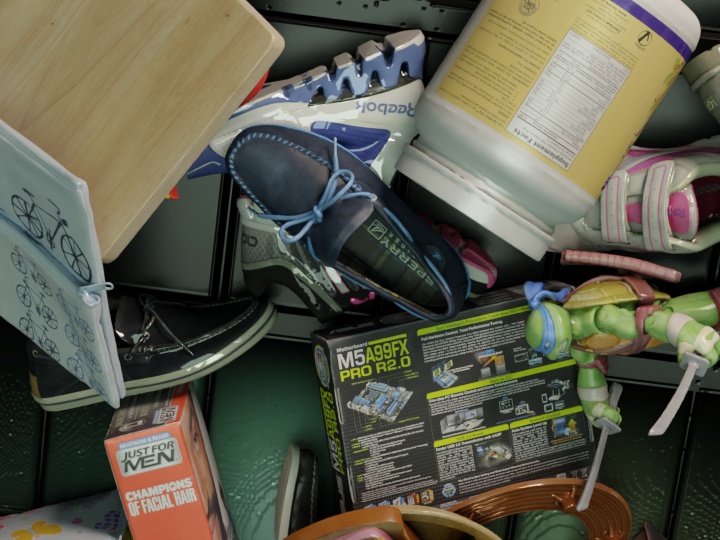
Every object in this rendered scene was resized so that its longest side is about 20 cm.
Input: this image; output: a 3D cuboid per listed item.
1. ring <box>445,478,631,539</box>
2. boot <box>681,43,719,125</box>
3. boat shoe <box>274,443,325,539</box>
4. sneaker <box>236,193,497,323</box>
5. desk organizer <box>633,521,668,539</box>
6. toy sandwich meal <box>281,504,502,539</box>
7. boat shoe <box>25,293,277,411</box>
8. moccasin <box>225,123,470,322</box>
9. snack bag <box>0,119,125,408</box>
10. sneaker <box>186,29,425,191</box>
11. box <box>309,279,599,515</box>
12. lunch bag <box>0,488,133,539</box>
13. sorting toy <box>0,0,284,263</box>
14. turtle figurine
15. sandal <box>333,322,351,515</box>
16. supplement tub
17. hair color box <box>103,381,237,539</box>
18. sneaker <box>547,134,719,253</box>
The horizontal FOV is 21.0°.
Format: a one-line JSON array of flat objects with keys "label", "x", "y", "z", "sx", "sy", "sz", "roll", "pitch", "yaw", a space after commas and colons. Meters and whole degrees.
[{"label": "ring", "x": 0.113, "y": 0.223, "z": 1.469, "sx": 0.200, "sy": 0.019, "sz": 0.201, "roll": -11, "pitch": 142, "yaw": -9}, {"label": "boot", "x": 0.332, "y": -0.080, "z": 1.362, "sx": 0.181, "sy": 0.073, "sz": 0.201, "roll": -24, "pitch": 79, "yaw": -13}, {"label": "boat shoe", "x": -0.039, "y": 0.228, "z": 1.504, "sx": 0.060, "sy": 0.074, "sz": 0.201, "roll": 4, "pitch": 109, "yaw": -1}, {"label": "sneaker", "x": 0.000, "y": 0.000, "z": 1.439, "sx": 0.199, "sy": 0.074, "sz": 0.088, "roll": 12, "pitch": 106, "yaw": 2}, {"label": "desk organizer", "x": 0.273, "y": 0.298, "z": 1.523, "sx": 0.200, "sy": 0.072, "sz": 0.077, "roll": 40, "pitch": 105, "yaw": -10}, {"label": "toy sandwich meal", "x": 0.027, "y": 0.243, "z": 1.397, "sx": 0.204, "sy": 0.070, "sz": 0.206, "roll": 0, "pitch": 132, "yaw": 0}, {"label": "boat shoe", "x": -0.160, "y": 0.050, "z": 1.454, "sx": 0.199, "sy": 0.075, "sz": 0.062, "roll": -15, "pitch": 112, "yaw": 10}, {"label": "moccasin", "x": -0.005, "y": -0.036, "z": 1.352, "sx": 0.200, "sy": 0.068, "sz": 0.081, "roll": 30, "pitch": 109, "yaw": -5}, {"label": "snack bag", "x": -0.234, "y": -0.021, "z": 1.360, "sx": 0.021, "sy": 0.188, "sz": 0.201, "roll": -30, "pitch": 137, "yaw": -29}, {"label": "sneaker", "x": -0.029, "y": -0.087, "z": 1.408, "sx": 0.199, "sy": 0.081, "sz": 0.116, "roll": -20, "pitch": 103, "yaw": 5}, {"label": "box", "x": 0.072, "y": 0.105, "z": 1.442, "sx": 0.199, "sy": 0.044, "sz": 0.161, "roll": -13, "pitch": 101, "yaw": -17}, {"label": "lunch bag", "x": -0.240, "y": 0.262, "z": 1.450, "sx": 0.169, "sy": 0.200, "sz": 0.128, "roll": -15, "pitch": 105, "yaw": 4}, {"label": "sorting toy", "x": -0.167, "y": -0.141, "z": 1.361, "sx": 0.199, "sy": 0.070, "sz": 0.200, "roll": 46, "pitch": 104, "yaw": 22}, {"label": "turtle figurine", "x": 0.223, "y": 0.073, "z": 1.394, "sx": 0.193, "sy": 0.200, "sz": 0.144, "roll": -14, "pitch": 135, "yaw": -21}, {"label": "sandal", "x": 0.013, "y": 0.138, "z": 1.475, "sx": 0.045, "sy": 0.075, "sz": 0.201, "roll": 2, "pitch": 110, "yaw": 46}, {"label": "supplement tub", "x": 0.127, "y": -0.123, "z": 1.349, "sx": 0.145, "sy": 0.145, "sz": 0.200, "roll": 32, "pitch": 94, "yaw": -8}, {"label": "hair color box", "x": -0.134, "y": 0.194, "z": 1.475, "sx": 0.064, "sy": 0.111, "sz": 0.201, "roll": -14, "pitch": 106, "yaw": 4}, {"label": "sneaker", "x": 0.212, "y": -0.053, "z": 1.412, "sx": 0.199, "sy": 0.088, "sz": 0.082, "roll": -11, "pitch": 106, "yaw": 4}]
